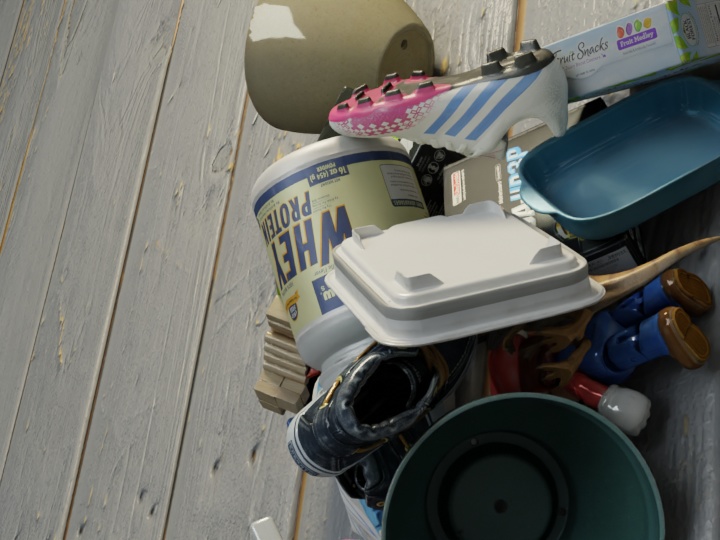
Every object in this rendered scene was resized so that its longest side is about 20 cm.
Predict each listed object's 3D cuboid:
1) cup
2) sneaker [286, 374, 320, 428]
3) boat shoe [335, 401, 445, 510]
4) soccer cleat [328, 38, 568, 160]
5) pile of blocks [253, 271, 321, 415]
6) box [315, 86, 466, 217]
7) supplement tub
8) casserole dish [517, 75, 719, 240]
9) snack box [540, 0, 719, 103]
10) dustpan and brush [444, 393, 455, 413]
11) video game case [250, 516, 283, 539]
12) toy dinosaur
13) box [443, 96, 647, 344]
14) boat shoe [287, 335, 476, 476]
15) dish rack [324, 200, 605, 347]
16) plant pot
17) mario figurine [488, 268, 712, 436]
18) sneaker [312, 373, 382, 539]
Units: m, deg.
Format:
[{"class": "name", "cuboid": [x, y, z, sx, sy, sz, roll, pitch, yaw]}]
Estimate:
[{"class": "cup", "cuboid": [-0.005, -0.231, 1.628, 0.143, 0.200, 0.200, 20, 86, 34]}, {"class": "sneaker", "cuboid": [-0.020, 0.084, 1.494, 0.077, 0.085, 0.200, -18, 54, 53]}, {"class": "boat shoe", "cuboid": [0.033, 0.175, 1.218, 0.091, 0.200, 0.071, -34, 31, -26]}, {"class": "soccer cleat", "cuboid": [0.072, -0.120, 1.217, 0.200, 0.086, 0.070, -11, 22, 23]}, {"class": "pile of blocks", "cuboid": [-0.047, 0.051, 1.419, 0.082, 0.062, 0.200, -40, -35, -55]}, {"class": "box", "cuboid": [0.036, -0.071, 1.475, 0.149, 0.124, 0.200, -62, 29, 8]}, {"class": "supplement tub", "cuboid": [0.000, 0.000, 1.285, 0.145, 0.145, 0.200, -34, 67, 43]}, {"class": "casserole dish", "cuboid": [0.219, -0.085, 1.185, 0.200, 0.039, 0.121, -29, 38, -9]}, {"class": "snack box", "cuboid": [0.230, -0.178, 1.217, 0.200, 0.142, 0.053, -12, 92, 56]}, {"class": "dustpan and brush", "cuboid": [0.052, 0.133, 1.362, 0.200, 0.057, 0.140, 15, 82, 60]}, {"class": "video game case", "cuboid": [-0.038, 0.325, 1.237, 0.182, 0.024, 0.200, 86, 160, -54]}, {"class": "toy dinosaur", "cuboid": [0.162, 0.023, 1.117, 0.200, 0.060, 0.106, -19, 36, 33]}, {"class": "box", "cuboid": [0.149, -0.044, 1.264, 0.159, 0.046, 0.200, -23, 36, 21]}, {"class": "boat shoe", "cuboid": [0.038, 0.075, 1.105, 0.200, 0.071, 0.091, -40, 1, -38]}, {"class": "dish rack", "cuboid": [0.070, -0.006, 1.121, 0.200, 0.172, 0.044, -136, 35, -68]}, {"class": "plant pot", "cuboid": [0.110, 0.183, 1.123, 0.134, 0.200, 0.200, -155, 89, -86]}, {"class": "mario figurine", "cuboid": [0.190, 0.074, 1.189, 0.200, 0.123, 0.106, -27, 89, 38]}, {"class": "sneaker", "cuboid": [0.003, 0.183, 1.327, 0.200, 0.075, 0.087, 66, 150, 10]}]
